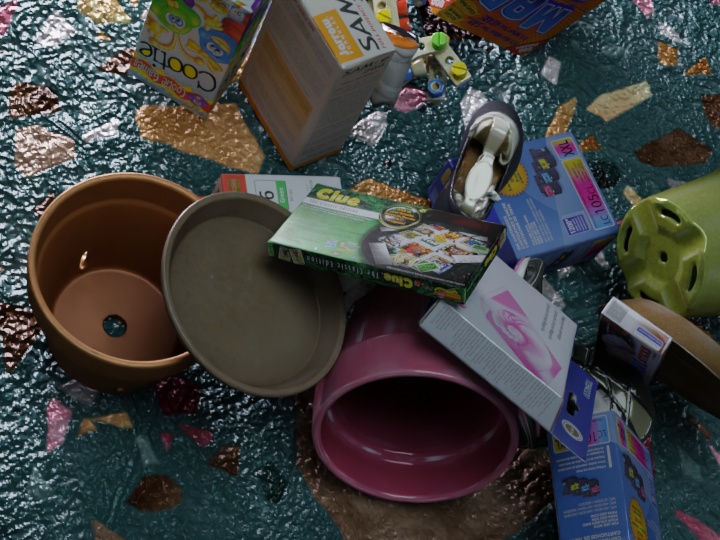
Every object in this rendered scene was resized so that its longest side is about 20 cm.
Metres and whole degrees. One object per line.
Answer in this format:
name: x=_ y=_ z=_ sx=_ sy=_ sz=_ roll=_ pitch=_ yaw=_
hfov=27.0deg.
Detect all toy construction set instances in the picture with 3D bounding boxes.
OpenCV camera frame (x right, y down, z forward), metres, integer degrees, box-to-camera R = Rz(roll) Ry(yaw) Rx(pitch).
toy construction set: x=0.052 y=-0.284 z=1.726 sx=0.130 sy=0.092 sz=0.202 roll=-9 pitch=56 yaw=3

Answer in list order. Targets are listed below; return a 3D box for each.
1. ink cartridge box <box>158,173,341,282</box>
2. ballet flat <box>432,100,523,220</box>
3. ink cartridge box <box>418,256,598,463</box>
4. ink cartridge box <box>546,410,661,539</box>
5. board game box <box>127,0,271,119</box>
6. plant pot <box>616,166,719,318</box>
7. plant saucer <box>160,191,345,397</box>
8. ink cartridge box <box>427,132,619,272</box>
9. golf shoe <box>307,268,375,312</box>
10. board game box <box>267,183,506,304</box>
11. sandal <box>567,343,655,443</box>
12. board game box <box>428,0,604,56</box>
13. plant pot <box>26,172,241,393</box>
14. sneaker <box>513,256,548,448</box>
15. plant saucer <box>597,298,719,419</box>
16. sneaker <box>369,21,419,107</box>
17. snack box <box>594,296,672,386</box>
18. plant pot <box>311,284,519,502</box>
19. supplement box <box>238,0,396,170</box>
ink cartridge box: x=-0.113 y=-0.043 z=1.561 sx=0.198 sy=0.050 sz=0.110 roll=1 pitch=64 yaw=-21
ballet flat: x=0.133 y=-0.114 z=1.576 sx=0.073 sy=0.073 sz=0.201 roll=29 pitch=59 yaw=-4
ink cartridge box: x=0.156 y=0.068 z=1.422 sx=0.199 sy=0.043 sz=0.197 roll=38 pitch=22 yaw=-2
ink cartridge box: x=0.248 y=0.259 z=1.482 sx=0.076 sy=0.136 sz=0.202 roll=-14 pitch=61 yaw=23
board game box: x=-0.160 y=-0.271 z=1.576 sx=0.104 sy=0.200 sz=0.104 roll=31 pitch=57 yaw=-3
plant pot: x=0.387 y=-0.027 z=1.634 sx=0.183 sy=0.200 sz=0.202 roll=-10 pitch=67 yaw=-34
plant saucer: x=-0.101 y=0.024 z=1.381 sx=0.199 sy=0.029 sz=0.202 roll=17 pitch=59 yaw=-32
ink cartridge box: x=0.166 y=-0.062 z=1.654 sx=0.198 sy=0.076 sz=0.137 roll=-16 pitch=69 yaw=-25
golf shoe: x=0.000 y=0.000 z=1.469 sx=0.198 sy=0.078 sz=0.098 roll=-9 pitch=66 yaw=25
board game box: x=0.025 y=-0.027 z=1.380 sx=0.198 sy=0.024 sz=0.105 roll=14 pitch=43 yaw=23
sandal: x=0.225 y=0.117 z=1.600 sx=0.200 sy=0.057 sz=0.080 roll=30 pitch=75 yaw=14
board game box: x=0.181 y=-0.405 z=1.731 sx=0.199 sy=0.199 sz=0.202 roll=11 pitch=54 yaw=-53
plant pot: x=-0.226 y=0.028 z=1.430 sx=0.198 sy=0.140 sz=0.202 roll=9 pitch=60 yaw=-16
sneaker: x=0.180 y=0.090 z=1.551 sx=0.085 sy=0.080 sz=0.202 roll=8 pitch=86 yaw=2
plant saucer: x=0.339 y=0.089 z=1.573 sx=0.200 sy=0.200 sz=0.036 roll=40 pitch=82 yaw=3
sneaker: x=-0.023 y=-0.242 z=1.656 sx=0.075 sy=0.093 sz=0.200 roll=-4 pitch=27 yaw=-41
snack box: x=0.281 y=0.078 z=1.556 sx=0.072 sy=0.200 sz=0.024 roll=35 pitch=82 yaw=14
plant pot: x=0.056 y=0.099 z=1.478 sx=0.198 sy=0.201 sz=0.180 roll=16 pitch=44 yaw=-12
supplement box: x=-0.050 y=-0.216 z=1.589 sx=0.073 sy=0.200 sz=0.127 roll=-22 pitch=73 yaw=-29
